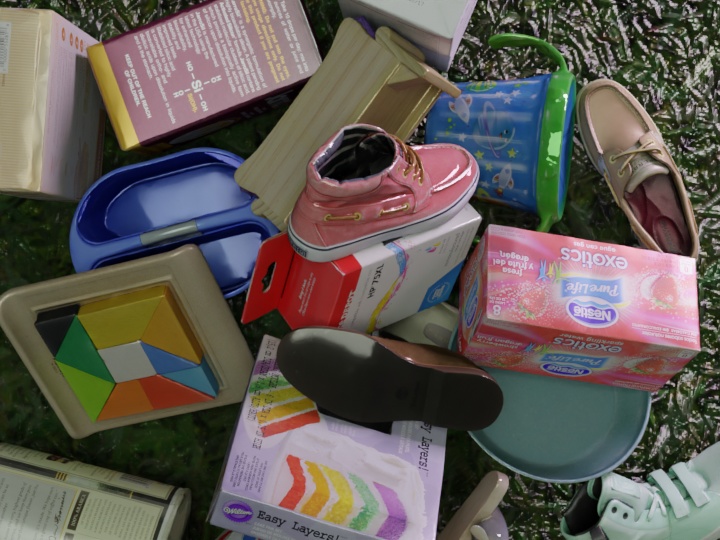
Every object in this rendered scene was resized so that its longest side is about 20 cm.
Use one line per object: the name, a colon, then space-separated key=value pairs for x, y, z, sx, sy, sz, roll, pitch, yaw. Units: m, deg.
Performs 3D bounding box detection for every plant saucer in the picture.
plant saucer: x=0.171 y=0.106 z=1.245 sx=0.198 sy=0.036 sz=0.202 roll=5 pitch=62 yaw=-10

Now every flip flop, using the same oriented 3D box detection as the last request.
flip flop: x=0.031 y=0.044 z=1.273 sx=0.199 sy=0.058 sz=0.082 roll=27 pitch=92 yaw=2

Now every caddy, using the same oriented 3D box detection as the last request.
caddy: x=-0.172 y=-0.035 z=1.257 sx=0.198 sy=0.105 sz=0.143 roll=-15 pitch=91 yaw=2

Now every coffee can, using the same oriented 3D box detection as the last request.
coffee can: x=-0.272 y=0.250 z=1.244 sx=0.198 sy=0.146 sz=0.148 roll=14 pitch=91 yaw=3

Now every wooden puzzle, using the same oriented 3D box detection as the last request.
wooden puzzle: x=-0.212 y=0.074 z=1.236 sx=0.198 sy=0.037 sz=0.186 roll=-15 pitch=126 yaw=9

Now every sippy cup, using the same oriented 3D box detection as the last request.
sippy cup: x=0.128 y=-0.119 z=1.239 sx=0.129 sy=0.140 sz=0.179 roll=7 pitch=49 yaw=13

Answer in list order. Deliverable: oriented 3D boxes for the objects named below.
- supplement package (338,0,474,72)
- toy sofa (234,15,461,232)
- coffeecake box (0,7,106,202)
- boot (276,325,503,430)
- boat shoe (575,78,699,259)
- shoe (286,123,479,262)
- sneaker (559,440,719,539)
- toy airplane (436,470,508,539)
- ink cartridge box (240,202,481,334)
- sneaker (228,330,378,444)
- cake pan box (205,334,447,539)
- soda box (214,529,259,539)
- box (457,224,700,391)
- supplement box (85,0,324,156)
supplement package: x=0.051 y=-0.262 z=1.199 sx=0.113 sy=0.200 sz=0.110 roll=23 pitch=91 yaw=2
toy sofa: x=-0.013 y=-0.118 z=1.185 sx=0.097 sy=0.083 sz=0.201 roll=42 pitch=102 yaw=25
coffeecake box: x=-0.290 y=-0.144 z=1.216 sx=0.072 sy=0.200 sz=0.155 roll=4 pitch=90 yaw=3
boot: x=0.021 y=0.087 z=1.157 sx=0.198 sy=0.076 sz=0.074 roll=15 pitch=107 yaw=-11
boat shoe: x=0.267 y=-0.091 z=1.256 sx=0.074 sy=0.066 sz=0.201 roll=-29 pitch=89 yaw=2
shoe: x=0.030 y=-0.079 z=1.111 sx=0.199 sy=0.091 sz=0.072 roll=-24 pitch=61 yaw=-31
sneaker: x=0.277 y=0.206 z=1.232 sx=0.200 sy=0.074 sz=0.118 roll=-42 pitch=124 yaw=4
toy airplane: x=0.063 y=0.288 z=1.208 sx=0.141 sy=0.200 sz=0.200 roll=33 pitch=63 yaw=6
ink cartridge box: x=0.000 y=0.000 z=1.177 sx=0.199 sy=0.117 sz=0.067 roll=-23 pitch=59 yaw=-32
sneaker: x=-0.052 y=0.117 z=1.247 sx=0.073 sy=0.071 sz=0.201 roll=37 pitch=107 yaw=5
cake pan box: x=-0.019 y=0.155 z=1.136 sx=0.183 sy=0.201 sz=0.053 roll=20 pitch=128 yaw=-5
soda box: x=-0.124 y=0.285 z=1.208 sx=0.068 sy=0.200 sz=0.064 roll=-40 pitch=90 yaw=25
box: x=0.194 y=0.037 z=1.208 sx=0.198 sy=0.103 sz=0.096 roll=9 pitch=62 yaw=-9
supplement box: x=-0.136 y=-0.188 z=1.244 sx=0.198 sy=0.131 sz=0.104 roll=-21 pitch=91 yaw=3
